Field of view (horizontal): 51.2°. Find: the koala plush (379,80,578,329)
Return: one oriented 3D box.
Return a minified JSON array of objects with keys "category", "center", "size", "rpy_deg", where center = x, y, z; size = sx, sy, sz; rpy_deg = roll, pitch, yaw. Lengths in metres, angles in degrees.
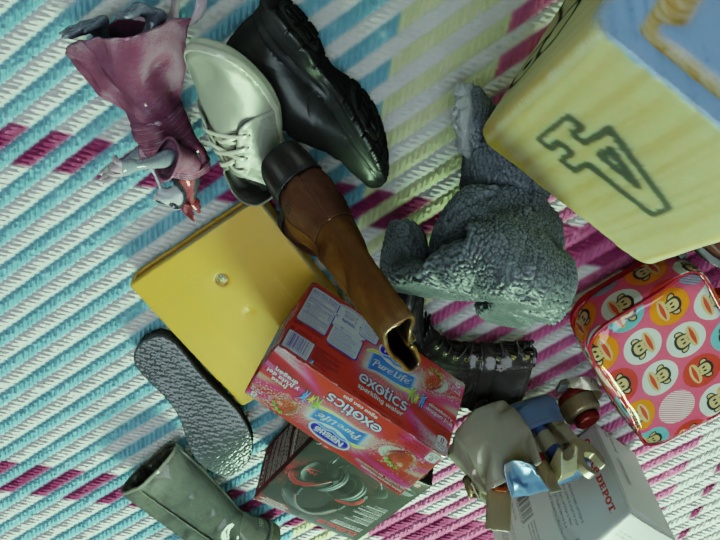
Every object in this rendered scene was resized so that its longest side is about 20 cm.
[{"category":"koala plush","center":[0.135,-0.064,0.705],"size":[0.174,0.183,0.204],"rpy_deg":[18,81,-16]}]

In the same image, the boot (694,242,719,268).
[{"category":"boot","center":[0.373,-0.111,0.753],"size":[0.185,0.069,0.203],"rpy_deg":[18,110,-3]}]

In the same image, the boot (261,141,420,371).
[{"category":"boot","center":[0.000,0.000,0.677],"size":[0.068,0.201,0.189],"rpy_deg":[-32,157,-10]}]

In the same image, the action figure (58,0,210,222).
[{"category":"action figure","center":[-0.186,-0.142,0.696],"size":[0.148,0.133,0.202],"rpy_deg":[-35,122,-19]}]

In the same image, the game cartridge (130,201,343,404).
[{"category":"game cartridge","center":[-0.121,0.037,0.822],"size":[0.174,0.033,0.201],"rpy_deg":[-30,118,13]}]

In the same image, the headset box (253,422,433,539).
[{"category":"headset box","center":[-0.025,0.233,0.880],"size":[0.147,0.076,0.200],"rpy_deg":[27,133,-15]}]

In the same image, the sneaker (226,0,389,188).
[{"category":"sneaker","center":[-0.047,-0.154,0.703],"size":[0.090,0.076,0.201],"rpy_deg":[-31,109,25]}]

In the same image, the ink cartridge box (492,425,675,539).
[{"category":"ink cartridge box","center":[0.264,0.315,0.921],"size":[0.083,0.146,0.201],"rpy_deg":[32,114,-19]}]

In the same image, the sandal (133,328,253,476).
[{"category":"sandal","center":[-0.186,0.151,0.879],"size":[0.075,0.043,0.203],"rpy_deg":[-26,107,4]}]

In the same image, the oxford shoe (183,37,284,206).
[{"category":"oxford shoe","center":[-0.107,-0.121,0.662],"size":[0.074,0.059,0.201],"rpy_deg":[18,156,16]}]

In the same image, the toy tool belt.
[{"category":"toy tool belt","center":[0.205,0.212,0.846],"size":[0.196,0.124,0.126],"rpy_deg":[-13,144,-18]}]

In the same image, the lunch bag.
[{"category":"lunch bag","center":[0.344,0.081,0.829],"size":[0.174,0.082,0.201],"rpy_deg":[-32,115,8]}]

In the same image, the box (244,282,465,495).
[{"category":"box","center":[-0.003,0.121,0.766],"size":[0.198,0.100,0.096],"rpy_deg":[34,133,-6]}]

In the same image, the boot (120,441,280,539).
[{"category":"boot","center":[-0.223,0.331,0.954],"size":[0.182,0.073,0.199],"rpy_deg":[-47,119,6]}]

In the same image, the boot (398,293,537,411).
[{"category":"boot","center":[0.114,0.090,0.843],"size":[0.170,0.070,0.203],"rpy_deg":[-1,127,-4]}]

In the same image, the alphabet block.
[{"category":"alphabet block","center":[0.243,-0.150,0.576],"size":[0.195,0.200,0.197],"rpy_deg":[37,75,-4]}]
